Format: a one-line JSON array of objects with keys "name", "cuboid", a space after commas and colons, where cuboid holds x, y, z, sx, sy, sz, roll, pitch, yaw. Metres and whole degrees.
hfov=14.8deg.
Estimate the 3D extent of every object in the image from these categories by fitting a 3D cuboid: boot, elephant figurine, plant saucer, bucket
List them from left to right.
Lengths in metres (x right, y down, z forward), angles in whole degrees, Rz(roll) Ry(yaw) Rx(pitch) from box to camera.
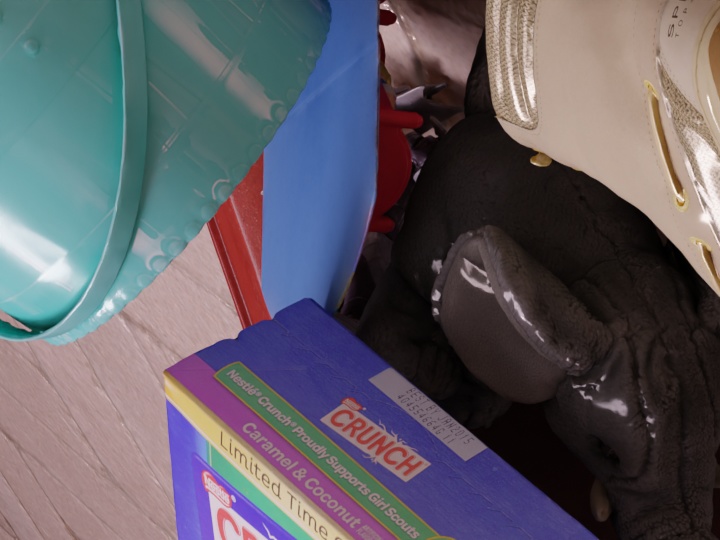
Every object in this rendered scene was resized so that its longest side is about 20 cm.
[{"name": "bucket", "cuboid": [-0.118, -0.079, 1.075, 0.135, 0.207, 0.207, 39, 168, -15]}, {"name": "plant saucer", "cuboid": [-0.047, -0.009, 1.387, 0.200, 0.037, 0.200, 94, 158, -68]}, {"name": "elephant figurine", "cuboid": [0.095, 0.022, 1.037, 0.155, 0.142, 0.200, 41, 177, -28]}, {"name": "boot", "cuboid": [0.121, -0.025, 0.948, 0.155, 0.073, 0.200, 28, 151, 53]}]

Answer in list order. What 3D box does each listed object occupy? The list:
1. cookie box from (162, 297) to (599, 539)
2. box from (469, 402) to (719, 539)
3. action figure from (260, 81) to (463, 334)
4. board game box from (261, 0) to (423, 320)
[{"name": "cookie box", "cuboid": [0.005, 0.139, 1.063, 0.171, 0.075, 0.201, 39, 144, 37]}, {"name": "box", "cuboid": [0.128, 0.154, 1.176, 0.166, 0.164, 0.200, 36, 159, 41]}, {"name": "action figure", "cuboid": [0.000, 0.000, 1.195, 0.069, 0.201, 0.130, 24, 141, -19]}, {"name": "board game box", "cuboid": [0.000, -0.070, 1.110, 0.158, 0.039, 0.201, 147, 126, -69]}]
